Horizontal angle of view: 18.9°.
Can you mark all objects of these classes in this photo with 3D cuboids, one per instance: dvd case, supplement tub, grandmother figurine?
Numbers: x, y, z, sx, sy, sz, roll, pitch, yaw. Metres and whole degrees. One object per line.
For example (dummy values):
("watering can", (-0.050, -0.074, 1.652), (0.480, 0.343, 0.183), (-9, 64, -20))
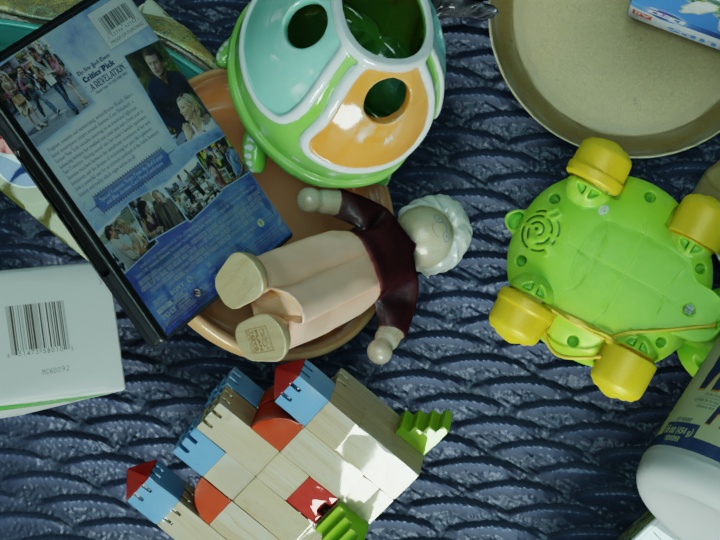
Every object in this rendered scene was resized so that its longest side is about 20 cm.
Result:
("dvd case", (-0.141, -0.068, 1.343), (0.200, 0.018, 0.143), (56, 46, -7))
("supplement tub", (0.275, 0.086, 1.320), (0.145, 0.145, 0.200), (34, 75, 4))
("grandmother figurine", (0.000, 0.000, 1.393), (0.060, 0.200, 0.122), (-4, 106, 44))

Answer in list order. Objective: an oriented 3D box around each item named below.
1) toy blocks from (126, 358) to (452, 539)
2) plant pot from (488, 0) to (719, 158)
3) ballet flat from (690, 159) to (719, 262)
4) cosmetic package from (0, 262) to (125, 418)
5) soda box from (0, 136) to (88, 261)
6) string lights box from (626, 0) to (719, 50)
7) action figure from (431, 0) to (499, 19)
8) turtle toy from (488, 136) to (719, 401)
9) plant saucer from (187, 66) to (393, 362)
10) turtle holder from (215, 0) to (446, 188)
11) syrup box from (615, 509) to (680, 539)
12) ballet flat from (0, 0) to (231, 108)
("toy blocks", (-0.058, 0.126, 1.404), (0.137, 0.100, 0.200), (40, 114, -9))
("plant pot", (0.186, -0.174, 1.478), (0.199, 0.027, 0.201), (0, 84, 2))
("ballet flat", (0.295, 0.011, 1.449), (0.200, 0.069, 0.063), (48, 116, 8))
("cosmetic package", (-0.235, 0.050, 1.376), (0.107, 0.200, 0.085), (-6, 84, -26))
("soda box", (-0.192, -0.056, 1.463), (0.200, 0.064, 0.068), (38, 87, 4))
("string lights box", (0.231, -0.190, 1.364), (0.102, 0.200, 0.059), (21, 86, 5))
("action figure", (0.061, -0.241, 1.446), (0.102, 0.119, 0.200), (33, 80, -36))
("turtle toy", (0.183, 0.012, 1.424), (0.200, 0.101, 0.146), (29, 88, 5))
("plant saucer", (-0.068, -0.035, 1.427), (0.200, 0.037, 0.201), (11, 69, -32))
("turtle holder", (-0.006, -0.151, 1.390), (0.141, 0.132, 0.186), (23, 61, -12))
("syrup box", (0.200, 0.203, 1.418), (0.200, 0.079, 0.081), (-44, 84, -2))
("ballet flat", (-0.172, -0.161, 1.476), (0.199, 0.071, 0.071), (15, 86, 1))
